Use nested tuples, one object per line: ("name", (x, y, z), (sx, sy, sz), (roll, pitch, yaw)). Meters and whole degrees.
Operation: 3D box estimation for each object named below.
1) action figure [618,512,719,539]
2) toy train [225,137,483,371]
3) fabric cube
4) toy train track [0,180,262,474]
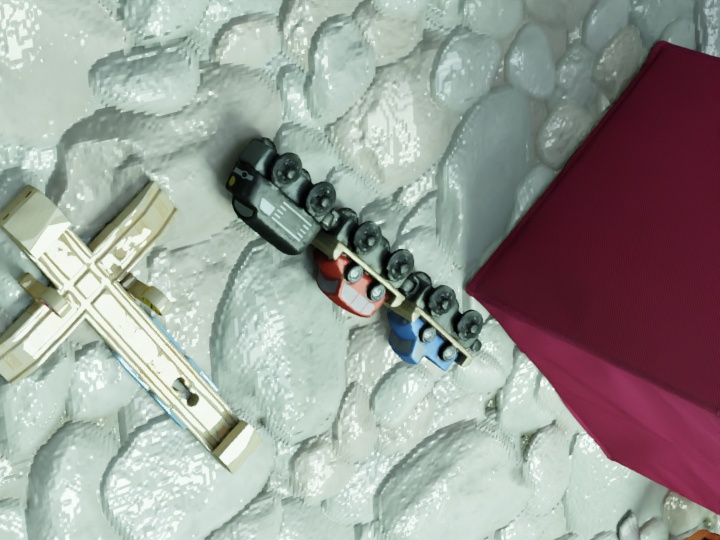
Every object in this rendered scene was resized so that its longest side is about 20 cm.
("action figure", (0.288, 0.201, 1.117), (0.200, 0.193, 0.105), (9, 102, -40))
("toy train", (0.000, 0.000, 0.918), (0.200, 0.034, 0.046), (39, 85, -40))
("fabric cube", (0.222, 0.020, 0.992), (0.196, 0.199, 0.200), (-51, 130, -10))
("toy train track", (-0.102, 0.036, 0.853), (0.115, 0.033, 0.200), (-48, 130, -13))
